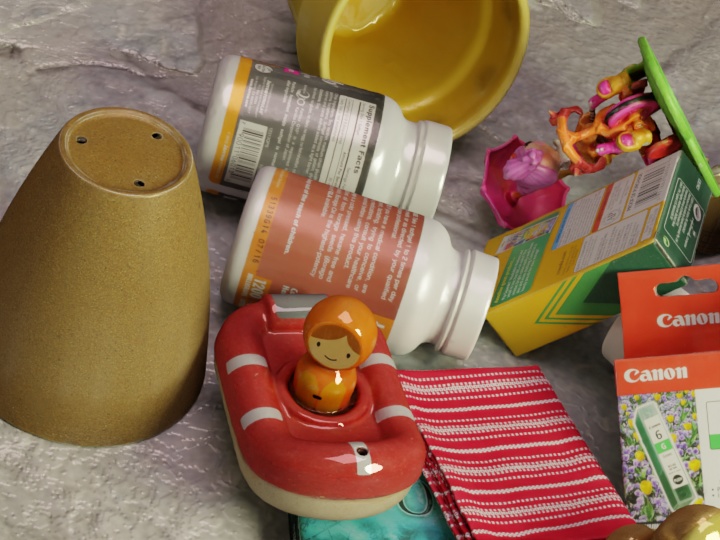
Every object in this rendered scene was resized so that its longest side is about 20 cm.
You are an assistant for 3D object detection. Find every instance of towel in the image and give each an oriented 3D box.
[{"bbox_3d":[0.109,0.137,1.345,0.144,0.023,0.200,0,38,-25],"label":"towel"}]

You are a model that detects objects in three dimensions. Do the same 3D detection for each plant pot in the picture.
[{"bbox_3d":[-0.183,-0.012,1.305,0.186,0.200,0.187,10,41,-9],"label":"plant pot"},{"bbox_3d":[0.022,-0.235,1.639,0.200,0.201,0.189,-4,31,-25],"label":"plant pot"}]

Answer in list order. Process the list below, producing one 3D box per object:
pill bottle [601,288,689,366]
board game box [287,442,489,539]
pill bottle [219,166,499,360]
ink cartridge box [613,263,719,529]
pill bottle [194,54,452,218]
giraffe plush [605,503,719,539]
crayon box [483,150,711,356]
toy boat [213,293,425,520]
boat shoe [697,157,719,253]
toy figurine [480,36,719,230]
[{"bbox_3d":[0.286,0.100,1.431,0.111,0.112,0.200,-25,58,-39],"label":"pill bottle"},{"bbox_3d":[0.046,0.177,1.318,0.199,0.028,0.135,7,43,-15],"label":"board game box"},{"bbox_3d":[0.000,0.000,1.427,0.200,0.112,0.112,18,41,-1],"label":"pill bottle"},{"bbox_3d":[0.244,0.095,1.350,0.109,0.201,0.050,-6,-5,16],"label":"ink cartridge box"},{"bbox_3d":[-0.032,-0.098,1.517,0.199,0.117,0.117,15,42,-6],"label":"pill bottle"},{"bbox_3d":[0.248,0.273,1.226,0.200,0.172,0.162,42,45,-27],"label":"giraffe plush"},{"bbox_3d":[0.179,-0.008,1.485,0.052,0.200,0.126,50,38,-20],"label":"crayon box"},{"bbox_3d":[-0.023,0.074,1.283,0.130,0.131,0.200,0,42,-20],"label":"toy boat"},{"bbox_3d":[0.338,-0.068,1.666,0.200,0.073,0.063,-12,43,-38],"label":"boat shoe"},{"bbox_3d":[0.186,-0.096,1.552,0.150,0.184,0.200,67,12,14],"label":"toy figurine"}]
